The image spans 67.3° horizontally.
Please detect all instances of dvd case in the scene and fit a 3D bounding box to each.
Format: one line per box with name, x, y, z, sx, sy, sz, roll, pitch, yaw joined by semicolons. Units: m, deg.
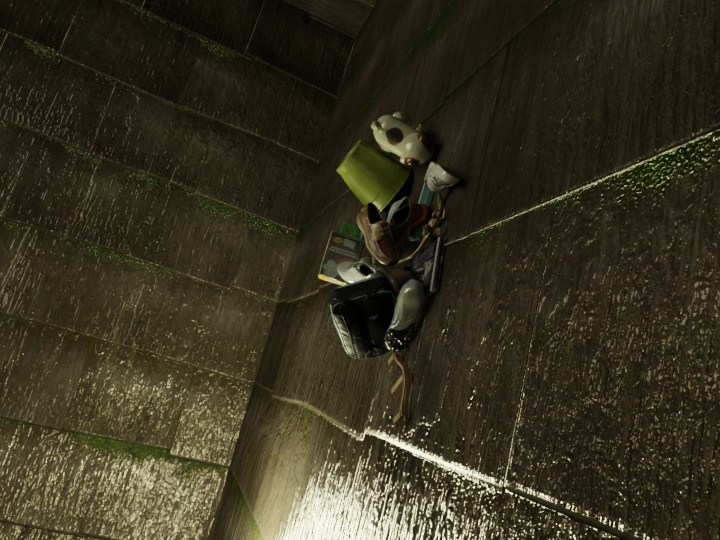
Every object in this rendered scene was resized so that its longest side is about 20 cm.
dvd case;0.159;0.011;1.411;0.200;0.016;0.151;138;147;-61

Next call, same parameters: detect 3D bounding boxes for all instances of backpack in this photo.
backpack;0.016;0.126;1.436;0.154;0.173;0.203;-111;4;-67

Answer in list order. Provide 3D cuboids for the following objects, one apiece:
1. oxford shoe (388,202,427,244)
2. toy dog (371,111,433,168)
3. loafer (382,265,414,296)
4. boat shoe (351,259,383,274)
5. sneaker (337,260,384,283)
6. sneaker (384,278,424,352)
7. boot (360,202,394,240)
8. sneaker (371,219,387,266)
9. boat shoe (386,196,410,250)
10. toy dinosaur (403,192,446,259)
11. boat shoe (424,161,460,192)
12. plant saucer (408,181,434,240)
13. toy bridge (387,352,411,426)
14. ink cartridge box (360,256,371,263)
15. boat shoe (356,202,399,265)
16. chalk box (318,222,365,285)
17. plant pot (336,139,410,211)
oxford shoe;0.098;-0.130;1.539;0.200;0.072;0.072;-44;57;35
toy dog;0.143;-0.398;1.645;0.140;0.193;0.200;-53;54;11
loafer;0.107;0.023;1.452;0.200;0.070;0.074;-117;4;-78
boat shoe;0.046;0.017;1.647;0.200;0.066;0.073;22;93;46
sneaker;0.000;0.000;1.582;0.199;0.081;0.071;19;64;44
sneaker;0.114;0.116;1.360;0.073;0.071;0.202;-57;-13;-66
boot;0.049;-0.137;1.807;0.201;0.072;0.091;-54;9;44
sneaker;0.054;-0.066;1.705;0.067;0.089;0.203;-133;63;-70
boat shoe;0.107;-0.127;1.637;0.204;0.074;0.065;-70;11;-19
toy dinosaur;0.186;-0.106;1.418;0.202;0.058;0.101;-63;2;2
boat shoe;0.209;-0.237;1.421;0.070;0.070;0.200;-59;9;11
plant saucer;0.180;-0.185;1.555;0.070;0.019;0.203;-178;107;-73
toy bridge;0.099;0.276;1.300;0.201;0.027;0.068;-94;28;-51
ink cartridge box;-0.005;0.094;1.791;0.199;0.046;0.202;-90;12;-47
boat shoe;0.049;-0.106;1.498;0.201;0.075;0.074;60;143;29
chalk box;-0.059;-0.057;1.843;0.124;0.123;0.203;132;156;-82
plant pot;0.030;-0.319;1.782;0.201;0.192;0.201;-49;11;13
